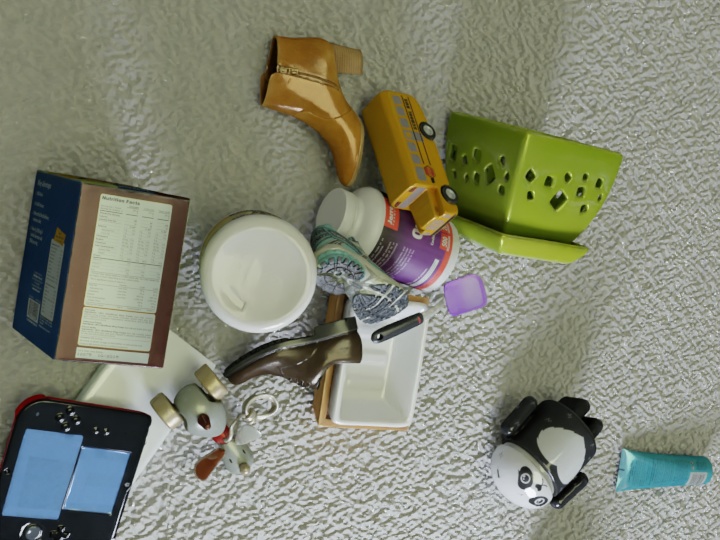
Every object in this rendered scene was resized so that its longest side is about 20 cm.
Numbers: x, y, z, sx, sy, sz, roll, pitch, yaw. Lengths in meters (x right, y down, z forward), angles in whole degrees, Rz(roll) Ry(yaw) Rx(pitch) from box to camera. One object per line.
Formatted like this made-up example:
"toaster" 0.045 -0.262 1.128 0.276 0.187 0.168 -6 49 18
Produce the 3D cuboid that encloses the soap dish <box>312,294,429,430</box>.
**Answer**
"soap dish" 0.012 0.128 1.627 0.156 0.081 0.202 7 95 -31

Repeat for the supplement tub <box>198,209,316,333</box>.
"supplement tub" -0.136 -0.004 1.431 0.143 0.200 0.146 -1 96 -9

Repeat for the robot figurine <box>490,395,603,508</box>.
"robot figurine" 0.301 0.291 1.800 0.200 0.150 0.125 -40 155 -20

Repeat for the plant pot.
"plant pot" 0.241 -0.119 1.665 0.198 0.199 0.184 7 101 -32

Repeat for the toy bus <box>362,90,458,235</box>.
"toy bus" 0.069 -0.151 1.564 0.078 0.065 0.202 6 57 -39

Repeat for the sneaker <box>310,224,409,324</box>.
"sneaker" 0.000 0.000 1.509 0.077 0.087 0.200 -29 142 16

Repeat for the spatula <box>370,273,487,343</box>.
"spatula" 0.098 0.060 1.610 0.199 0.020 0.057 -24 110 -27

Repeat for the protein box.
"protein box" -0.316 -0.005 1.339 0.134 0.198 0.202 8 93 -31

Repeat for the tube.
"tube" 0.544 0.360 2.008 0.198 0.050 0.078 5 91 -27

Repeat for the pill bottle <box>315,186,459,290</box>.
"pill bottle" 0.038 -0.049 1.596 0.199 0.112 0.114 20 87 -32

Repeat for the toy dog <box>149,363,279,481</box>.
"toy dog" -0.187 0.215 1.484 0.199 0.096 0.132 32 100 -41

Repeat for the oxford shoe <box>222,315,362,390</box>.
"oxford shoe" -0.091 0.130 1.530 0.198 0.073 0.085 -17 89 6

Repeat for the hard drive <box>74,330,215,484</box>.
"hard drive" -0.299 0.171 1.479 0.132 0.026 0.201 41 76 -29

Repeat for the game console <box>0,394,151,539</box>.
"game console" -0.373 0.261 1.423 0.175 0.031 0.202 15 101 -27

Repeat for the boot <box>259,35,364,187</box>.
"boot" -0.070 -0.218 1.538 0.142 0.071 0.204 -1 95 -25
